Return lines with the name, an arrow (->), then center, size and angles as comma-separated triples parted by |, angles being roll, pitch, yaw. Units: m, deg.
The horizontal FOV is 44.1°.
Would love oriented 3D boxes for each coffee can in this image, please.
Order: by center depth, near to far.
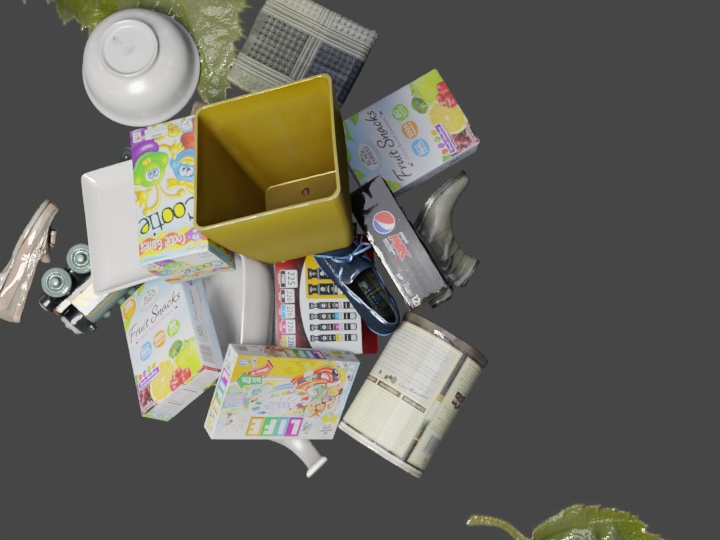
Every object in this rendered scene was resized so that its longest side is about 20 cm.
coffee can -> 0.078, 0.184, 1.324 | 0.146, 0.146, 0.201 | 31, 83, 5

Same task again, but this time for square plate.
square plate -> -0.316, -0.077, 1.331 | 0.197, 0.028, 0.201 | -15, 72, 10

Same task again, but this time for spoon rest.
spoon rest -> -0.125, 0.235, 1.371 | 0.099, 0.061, 0.200 | -41, 70, -7

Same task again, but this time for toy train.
toy train -> -0.406, 0.006, 1.393 | 0.200, 0.085, 0.114 | -45, 93, -6

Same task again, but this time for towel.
towel -> -0.098, -0.354, 1.473 | 0.199, 0.035, 0.194 | 27, 85, 2

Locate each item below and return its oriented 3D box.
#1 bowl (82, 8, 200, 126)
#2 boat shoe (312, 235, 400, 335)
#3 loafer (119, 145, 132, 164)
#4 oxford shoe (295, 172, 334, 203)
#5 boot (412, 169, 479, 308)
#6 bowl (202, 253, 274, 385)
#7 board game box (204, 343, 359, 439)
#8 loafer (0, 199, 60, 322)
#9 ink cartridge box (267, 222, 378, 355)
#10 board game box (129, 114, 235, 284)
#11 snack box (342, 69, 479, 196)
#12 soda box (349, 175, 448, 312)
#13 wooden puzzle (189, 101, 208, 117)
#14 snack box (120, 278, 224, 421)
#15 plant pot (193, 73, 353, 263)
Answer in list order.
bowl -> -0.365, -0.344, 1.440 | 0.199, 0.090, 0.203 | 0, 81, 0
boat shoe -> 0.000, 0.000, 1.301 | 0.084, 0.069, 0.200 | -42, 91, -18
loafer -> -0.315, -0.111, 1.417 | 0.072, 0.063, 0.201 | -31, 81, 41
oxford shoe -> -0.060, -0.162, 1.391 | 0.074, 0.071, 0.201 | -15, 55, 12
boot -> 0.139, -0.048, 1.407 | 0.130, 0.068, 0.200 | 39, 92, 3
bowl -> -0.195, 0.070, 1.337 | 0.074, 0.199, 0.202 | 4, 86, -37
board game box -> -0.110, 0.176, 1.268 | 0.199, 0.034, 0.135 | 6, 112, -33
loafer -> -0.521, -0.013, 1.408 | 0.063, 0.072, 0.201 | 30, 89, -12
ink cartridge box -> -0.051, 0.031, 1.363 | 0.174, 0.084, 0.202 | -1, 82, -14
board game box -> -0.250, -0.097, 1.251 | 0.104, 0.103, 0.201 | -12, 73, 10
snack box -> 0.071, -0.209, 1.425 | 0.199, 0.053, 0.143 | -30, 81, -3
soda box -> 0.056, -0.042, 1.349 | 0.070, 0.063, 0.201 | -31, 90, 5
wooden puzzle -> -0.203, -0.146, 1.410 | 0.184, 0.046, 0.201 | 18, 76, -19
snack box -> -0.282, 0.100, 1.322 | 0.142, 0.053, 0.201 | -38, 54, 25
plant pot -> -0.103, -0.118, 1.230 | 0.199, 0.177, 0.201 | -12, 60, 12
